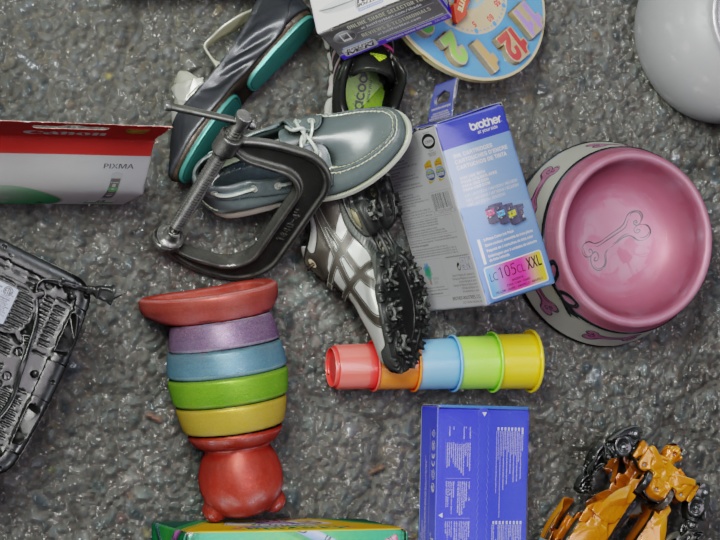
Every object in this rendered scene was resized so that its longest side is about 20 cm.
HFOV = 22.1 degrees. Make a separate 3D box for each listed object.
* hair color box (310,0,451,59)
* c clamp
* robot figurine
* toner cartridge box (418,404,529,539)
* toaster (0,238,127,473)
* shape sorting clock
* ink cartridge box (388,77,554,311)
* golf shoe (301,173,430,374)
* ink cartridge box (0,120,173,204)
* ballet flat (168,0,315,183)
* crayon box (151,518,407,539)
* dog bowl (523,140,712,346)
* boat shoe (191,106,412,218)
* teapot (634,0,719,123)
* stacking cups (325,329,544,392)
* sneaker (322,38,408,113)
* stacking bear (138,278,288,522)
[{"bbox_3d":[0.002,-0.300,1.626,0.109,0.065,0.201,-19,65,16],"label":"hair color box"},{"bbox_3d":[-0.117,-0.065,1.578,0.170,0.200,0.027,9,46,-22],"label":"c clamp"},{"bbox_3d":[0.242,0.246,1.746,0.145,0.058,0.200,40,76,-14],"label":"robot figurine"},{"bbox_3d":[0.104,0.225,1.705,0.095,0.043,0.201,3,86,-21],"label":"toner cartridge box"},{"bbox_3d":[-0.329,0.058,1.518,0.199,0.119,0.181,26,79,-16],"label":"toaster"},{"bbox_3d":[0.093,-0.268,1.705,0.199,0.039,0.201,14,66,-34],"label":"shape sorting clock"},{"bbox_3d":[0.090,-0.070,1.666,0.076,0.136,0.201,-19,94,-21],"label":"ink cartridge box"},{"bbox_3d":[0.000,0.000,1.661,0.078,0.094,0.201,-6,80,-57],"label":"golf shoe"},{"bbox_3d":[-0.251,-0.086,1.511,0.160,0.200,0.050,0,87,-19],"label":"ink cartridge box"},{"bbox_3d":[-0.123,-0.169,1.638,0.073,0.073,0.200,40,81,-13],"label":"ballet flat"},{"bbox_3d":[-0.072,0.249,1.600,0.199,0.119,0.059,2,86,-20],"label":"crayon box"},{"bbox_3d":[0.247,-0.028,1.754,0.199,0.074,0.201,1,86,-19],"label":"dog bowl"},{"bbox_3d":[-0.053,-0.099,1.601,0.199,0.062,0.073,-17,67,14],"label":"boat shoe"},{"bbox_3d":[0.370,-0.242,1.772,0.200,0.146,0.198,39,75,-13],"label":"teapot"},{"bbox_3d":[0.067,0.081,1.694,0.199,0.060,0.061,2,86,-17],"label":"stacking cups"},{"bbox_3d":[0.006,-0.195,1.669,0.073,0.087,0.201,3,86,-19],"label":"sneaker"},{"bbox_3d":[-0.113,0.116,1.603,0.121,0.114,0.201,-9,95,-20],"label":"stacking bear"}]
